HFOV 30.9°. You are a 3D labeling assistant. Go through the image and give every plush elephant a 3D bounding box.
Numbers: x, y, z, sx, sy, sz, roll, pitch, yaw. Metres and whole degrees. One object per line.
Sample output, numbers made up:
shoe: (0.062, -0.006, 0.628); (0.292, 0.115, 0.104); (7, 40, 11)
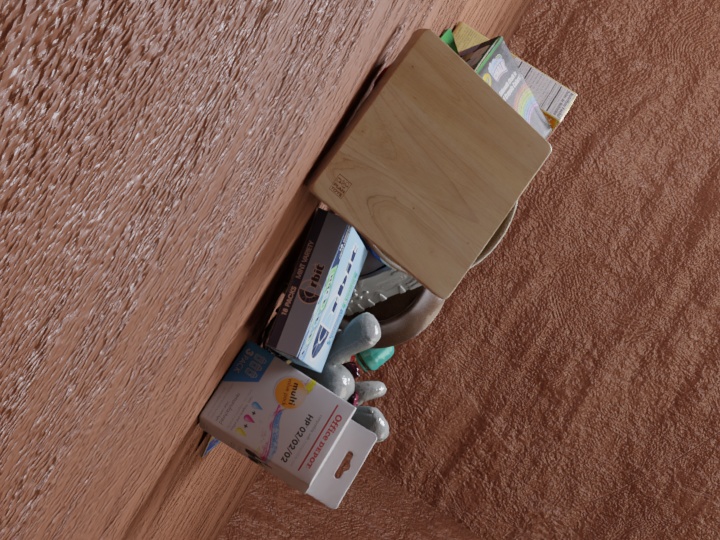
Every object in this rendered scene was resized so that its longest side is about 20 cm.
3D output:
plush elephant: (-0.035, 0.167, 1.742); (0.198, 0.167, 0.155); (-17, 165, 17)

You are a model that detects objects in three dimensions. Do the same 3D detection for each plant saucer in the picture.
plant saucer: (0.023, 0.008, 1.799); (0.201, 0.199, 0.032); (-58, 156, -11)

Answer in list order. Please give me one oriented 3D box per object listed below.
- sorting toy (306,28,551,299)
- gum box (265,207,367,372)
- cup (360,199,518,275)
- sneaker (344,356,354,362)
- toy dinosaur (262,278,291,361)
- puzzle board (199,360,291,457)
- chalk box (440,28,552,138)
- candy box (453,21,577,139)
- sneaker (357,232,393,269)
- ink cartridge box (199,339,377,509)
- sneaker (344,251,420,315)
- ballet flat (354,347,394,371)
sorting toy: (0.064, -0.111, 1.346); (0.200, 0.200, 0.069); (-54, -153, -5)
gum box: (-0.049, 0.030, 1.581); (0.200, 0.044, 0.171); (56, 54, -78)
cup: (0.059, -0.105, 1.464); (0.201, 0.199, 0.143); (-59, -154, -2)
sneaker: (-0.067, 0.140, 2.002); (0.085, 0.077, 0.199); (-51, -157, -23)
toy dinosaur: (-0.105, 0.080, 1.691); (0.089, 0.047, 0.200); (-65, -177, -27)
puzzle board: (-0.138, 0.160, 1.773); (0.200, 0.017, 0.151); (-40, 167, -34)
chalk box: (0.147, -0.226, 1.764); (0.123, 0.201, 0.125); (-17, -155, 39)
candy box: (0.208, -0.271, 1.897); (0.056, 0.199, 0.115); (-58, 178, -11)
sneaker: (0.017, -0.107, 1.671); (0.076, 0.111, 0.202); (-27, 126, -28)
ink cartridge box: (-0.084, 0.190, 1.591); (0.116, 0.199, 0.068); (-58, 177, -19)
sneaker: (0.000, 0.000, 1.760); (0.077, 0.198, 0.081); (69, 6, -52)
ballet flat: (0.016, 0.087, 1.951); (0.070, 0.068, 0.200); (-31, -157, 3)
